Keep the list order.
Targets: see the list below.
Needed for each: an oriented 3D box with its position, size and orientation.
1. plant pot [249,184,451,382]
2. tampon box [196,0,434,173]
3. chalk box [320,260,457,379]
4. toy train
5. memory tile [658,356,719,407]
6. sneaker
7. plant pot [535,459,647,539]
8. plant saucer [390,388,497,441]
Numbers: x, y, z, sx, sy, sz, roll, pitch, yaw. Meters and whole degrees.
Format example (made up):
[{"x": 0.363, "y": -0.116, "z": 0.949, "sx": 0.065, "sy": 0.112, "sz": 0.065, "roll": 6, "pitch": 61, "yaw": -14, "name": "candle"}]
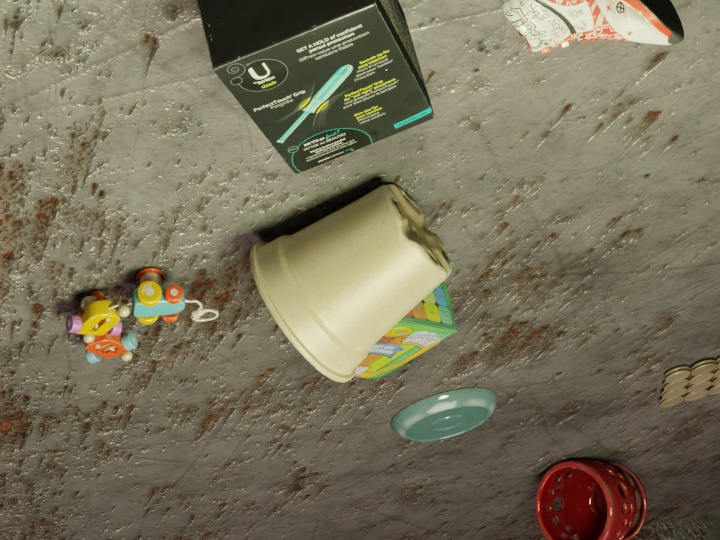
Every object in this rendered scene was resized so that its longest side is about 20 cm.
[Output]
[{"x": 0.000, "y": 0.000, "z": 1.579, "sx": 0.183, "sy": 0.201, "sz": 0.200, "roll": -35, "pitch": 150, "yaw": 16, "name": "plant pot"}, {"x": -0.039, "y": -0.206, "z": 1.181, "sx": 0.149, "sy": 0.127, "sz": 0.200, "roll": -20, "pitch": 153, "yaw": 10, "name": "tampon box"}, {"x": 0.038, "y": 0.044, "z": 1.739, "sx": 0.124, "sy": 0.125, "sz": 0.200, "roll": 12, "pitch": 144, "yaw": -44, "name": "chalk box"}, {"x": -0.286, "y": 0.053, "z": 1.667, "sx": 0.199, "sy": 0.056, "sz": 0.150, "roll": -22, "pitch": 155, "yaw": 21, "name": "toy train"}, {"x": 0.653, "y": 0.211, "z": 2.543, "sx": 0.152, "sy": 0.017, "sz": 0.200, "roll": -16, "pitch": 154, "yaw": 1, "name": "memory tile"}, {"x": 0.226, "y": -0.253, "z": 1.306, "sx": 0.201, "sy": 0.068, "sz": 0.108, "roll": 16, "pitch": 142, "yaw": -42, "name": "sneaker"}, {"x": 0.507, "y": 0.508, "z": 2.871, "sx": 0.200, "sy": 0.201, "sz": 0.182, "roll": -34, "pitch": 157, "yaw": 35, "name": "plant pot"}, {"x": 0.153, "y": 0.264, "z": 2.365, "sx": 0.199, "sy": 0.028, "sz": 0.200, "roll": -12, "pitch": 155, "yaw": -6, "name": "plant saucer"}]
